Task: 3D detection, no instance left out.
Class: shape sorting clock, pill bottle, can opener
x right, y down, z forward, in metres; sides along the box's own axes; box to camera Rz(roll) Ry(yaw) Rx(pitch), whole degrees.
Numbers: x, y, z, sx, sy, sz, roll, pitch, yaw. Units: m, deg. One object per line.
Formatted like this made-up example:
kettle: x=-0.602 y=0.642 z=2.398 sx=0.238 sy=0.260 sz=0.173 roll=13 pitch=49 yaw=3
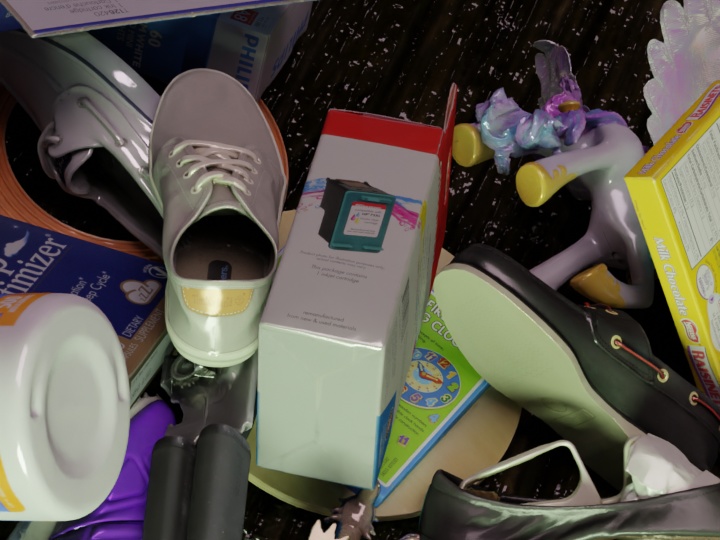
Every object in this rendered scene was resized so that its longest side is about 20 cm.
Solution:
shape sorting clock: x=-0.007 y=0.051 z=1.619 sx=0.200 sy=0.039 sz=0.200 roll=6 pitch=58 yaw=-10
pill bottle: x=-0.224 y=0.068 z=1.451 sx=0.200 sy=0.112 sz=0.112 roll=-1 pitch=45 yaw=24
can opener: x=-0.073 y=0.110 z=1.495 sx=0.053 sy=0.067 sz=0.200 roll=-16 pitch=48 yaw=24

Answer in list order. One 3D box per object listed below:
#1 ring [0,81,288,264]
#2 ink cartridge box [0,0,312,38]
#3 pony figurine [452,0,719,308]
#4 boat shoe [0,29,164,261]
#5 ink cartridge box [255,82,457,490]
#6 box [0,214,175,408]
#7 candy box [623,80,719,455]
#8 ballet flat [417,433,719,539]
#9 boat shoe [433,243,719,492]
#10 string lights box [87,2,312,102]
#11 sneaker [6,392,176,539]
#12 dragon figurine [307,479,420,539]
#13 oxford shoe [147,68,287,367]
ring: x=-0.140 y=-0.064 z=1.683 sx=0.200 sy=0.019 sz=0.201 roll=9 pitch=52 yaw=-11
ink cartridge box: x=-0.144 y=-0.182 z=1.645 sx=0.197 sy=0.047 sz=0.200 roll=-11 pitch=45 yaw=-31
pony figurine: x=0.145 y=-0.057 z=1.684 sx=0.200 sy=0.166 sz=0.193 roll=-8 pitch=81 yaw=-43
boat shoe: x=-0.145 y=-0.072 z=1.628 sx=0.200 sy=0.074 sz=0.065 roll=36 pitch=58 yaw=21
ink cartridge box: x=0.000 y=0.000 z=1.546 sx=0.067 sy=0.116 sz=0.200 roll=11 pitch=47 yaw=7
box: x=-0.196 y=0.012 z=1.552 sx=0.200 sy=0.032 sz=0.121 roll=15 pitch=29 yaw=10
candy box: x=0.209 y=0.004 z=1.638 sx=0.026 sy=0.200 sz=0.102 roll=3 pitch=36 yaw=39
ballet flat: x=0.129 y=0.122 z=1.551 sx=0.200 sy=0.068 sz=0.069 roll=-5 pitch=89 yaw=-1
boat shoe: x=0.120 y=0.050 z=1.598 sx=0.201 sy=0.074 sz=0.063 roll=41 pitch=61 yaw=-20
string lights box: x=-0.134 y=-0.171 z=1.717 sx=0.200 sy=0.059 sz=0.103 roll=19 pitch=38 yaw=7
sneaker: x=-0.130 y=0.153 z=1.491 sx=0.099 sy=0.070 sz=0.200 roll=37 pitch=47 yaw=-4
dragon figurine: x=-0.033 y=0.187 z=1.492 sx=0.059 sy=0.099 sz=0.200 roll=34 pitch=70 yaw=9
oxford shoe: x=-0.074 y=-0.040 z=1.545 sx=0.075 sy=0.058 sz=0.200 roll=1 pitch=47 yaw=-5
